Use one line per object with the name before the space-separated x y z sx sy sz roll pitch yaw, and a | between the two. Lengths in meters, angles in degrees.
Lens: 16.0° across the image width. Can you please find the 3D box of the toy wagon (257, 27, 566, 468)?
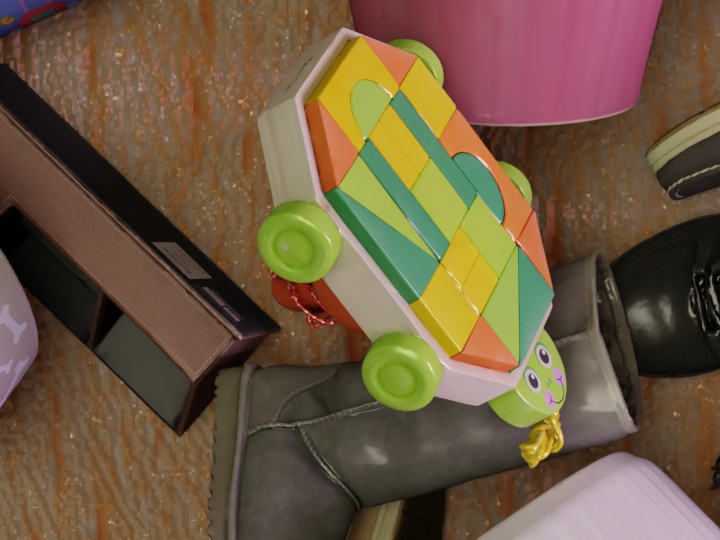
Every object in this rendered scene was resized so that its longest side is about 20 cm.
toy wagon | 0.034 -0.006 1.080 0.039 0.155 0.200 -28 108 33

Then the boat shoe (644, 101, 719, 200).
boat shoe | 0.228 -0.064 1.173 0.200 0.072 0.066 -20 83 22

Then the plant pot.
plant pot | 0.066 -0.166 1.169 0.198 0.200 0.180 5 106 12

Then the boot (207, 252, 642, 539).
boot | 0.031 0.091 1.168 0.198 0.073 0.183 -10 59 12

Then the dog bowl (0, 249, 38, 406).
dog bowl | -0.234 -0.004 1.231 0.200 0.200 0.059 44 66 9

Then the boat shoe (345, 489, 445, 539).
boat shoe | -0.012 0.165 1.236 0.064 0.071 0.201 15 86 23

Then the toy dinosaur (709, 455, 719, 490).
toy dinosaur | 0.222 0.089 1.200 0.088 0.047 0.201 28 95 -7

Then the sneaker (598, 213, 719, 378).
sneaker | 0.195 0.002 1.186 0.199 0.082 0.074 -15 87 12

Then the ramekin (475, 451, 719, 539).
ramekin | 0.082 0.165 1.153 0.202 0.202 0.094 -38 78 10

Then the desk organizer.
desk organizer | -0.143 -0.009 1.266 0.200 0.072 0.077 43 101 9

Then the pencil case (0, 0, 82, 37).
pencil case | -0.172 -0.162 1.249 0.199 0.078 0.087 -25 94 -1

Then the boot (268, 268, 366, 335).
boot | 0.000 0.000 1.173 0.107 0.200 0.075 -29 94 18
